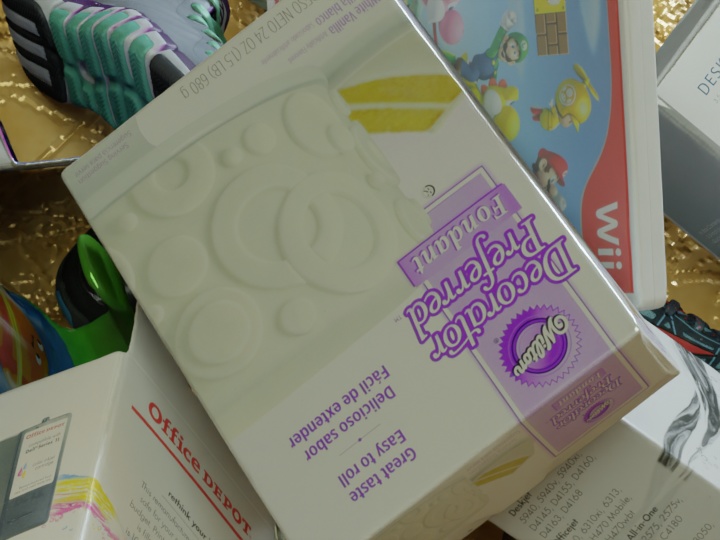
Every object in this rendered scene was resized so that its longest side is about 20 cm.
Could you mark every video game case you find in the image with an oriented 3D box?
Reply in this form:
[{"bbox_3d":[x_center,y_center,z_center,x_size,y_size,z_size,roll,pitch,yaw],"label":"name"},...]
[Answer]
[{"bbox_3d":[0.036,-0.058,0.980,0.017,0.200,0.144,-7,96,-43],"label":"video game case"}]

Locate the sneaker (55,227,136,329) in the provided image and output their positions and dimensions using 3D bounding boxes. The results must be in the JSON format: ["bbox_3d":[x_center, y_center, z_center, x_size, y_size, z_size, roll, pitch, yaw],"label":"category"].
[{"bbox_3d":[-0.044,-0.032,1.106,0.199,0.082,0.073,-25,71,-12],"label":"sneaker"}]

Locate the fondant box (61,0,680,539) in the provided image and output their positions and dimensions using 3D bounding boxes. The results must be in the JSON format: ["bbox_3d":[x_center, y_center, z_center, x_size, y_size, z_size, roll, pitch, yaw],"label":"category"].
[{"bbox_3d":[0.000,0.000,0.918,0.144,0.058,0.200,-38,63,5],"label":"fondant box"}]

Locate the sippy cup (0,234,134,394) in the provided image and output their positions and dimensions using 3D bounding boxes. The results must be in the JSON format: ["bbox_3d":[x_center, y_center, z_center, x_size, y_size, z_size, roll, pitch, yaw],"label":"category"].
[{"bbox_3d":[-0.188,0.041,0.996,0.139,0.130,0.178,28,72,24],"label":"sippy cup"}]

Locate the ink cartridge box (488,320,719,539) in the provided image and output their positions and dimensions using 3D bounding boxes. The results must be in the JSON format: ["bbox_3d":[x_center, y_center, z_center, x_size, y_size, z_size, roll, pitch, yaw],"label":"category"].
[{"bbox_3d":[0.102,0.071,0.978,0.200,0.116,0.067,35,111,-6],"label":"ink cartridge box"}]

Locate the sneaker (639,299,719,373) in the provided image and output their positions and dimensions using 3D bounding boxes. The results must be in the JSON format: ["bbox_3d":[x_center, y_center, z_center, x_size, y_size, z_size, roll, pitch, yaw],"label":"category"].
[{"bbox_3d":[0.134,0.038,1.087,0.199,0.079,0.096,-1,63,-4],"label":"sneaker"}]

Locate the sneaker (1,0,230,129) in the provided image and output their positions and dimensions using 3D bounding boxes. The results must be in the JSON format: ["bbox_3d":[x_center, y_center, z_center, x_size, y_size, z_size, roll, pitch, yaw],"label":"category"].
[{"bbox_3d":[-0.079,-0.098,1.106,0.087,0.075,0.200,-28,40,-23],"label":"sneaker"}]

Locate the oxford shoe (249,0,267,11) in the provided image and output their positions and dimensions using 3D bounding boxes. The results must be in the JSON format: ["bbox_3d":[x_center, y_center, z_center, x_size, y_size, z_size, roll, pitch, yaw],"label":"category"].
[{"bbox_3d":[-0.007,-0.122,1.127,0.075,0.058,0.200,-32,29,-2],"label":"oxford shoe"}]

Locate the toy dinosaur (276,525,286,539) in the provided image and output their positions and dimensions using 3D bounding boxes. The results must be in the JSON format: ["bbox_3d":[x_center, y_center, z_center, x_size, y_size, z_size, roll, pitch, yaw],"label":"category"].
[{"bbox_3d":[0.008,0.178,1.033,0.088,0.047,0.201,-20,68,4],"label":"toy dinosaur"}]

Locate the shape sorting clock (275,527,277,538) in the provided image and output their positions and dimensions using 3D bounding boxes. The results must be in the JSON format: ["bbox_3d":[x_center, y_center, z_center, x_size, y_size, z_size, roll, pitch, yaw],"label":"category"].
[{"bbox_3d":[-0.131,0.129,1.040,0.199,0.039,0.201,-3,63,5],"label":"shape sorting clock"}]

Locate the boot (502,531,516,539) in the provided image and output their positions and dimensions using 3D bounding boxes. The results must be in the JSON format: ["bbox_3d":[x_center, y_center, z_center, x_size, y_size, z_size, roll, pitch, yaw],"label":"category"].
[{"bbox_3d":[0.061,0.204,0.956,0.200,0.064,0.187,-31,86,-42],"label":"boot"}]

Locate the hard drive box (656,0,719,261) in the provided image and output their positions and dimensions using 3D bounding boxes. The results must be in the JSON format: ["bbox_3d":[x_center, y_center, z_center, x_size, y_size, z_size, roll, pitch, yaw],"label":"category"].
[{"bbox_3d":[0.229,-0.057,1.111,0.200,0.077,0.156,40,68,-2],"label":"hard drive box"}]

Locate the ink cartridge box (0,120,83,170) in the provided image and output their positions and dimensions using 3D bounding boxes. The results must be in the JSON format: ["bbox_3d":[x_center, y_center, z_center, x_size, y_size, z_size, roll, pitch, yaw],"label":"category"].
[{"bbox_3d":[-0.201,-0.053,1.047,0.199,0.196,0.043,-9,93,-7],"label":"ink cartridge box"}]

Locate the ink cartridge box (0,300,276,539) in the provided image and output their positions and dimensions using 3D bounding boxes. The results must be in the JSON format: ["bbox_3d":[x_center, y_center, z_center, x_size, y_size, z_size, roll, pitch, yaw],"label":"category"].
[{"bbox_3d":[-0.093,0.115,0.930,0.067,0.117,0.200,-20,36,23],"label":"ink cartridge box"}]
